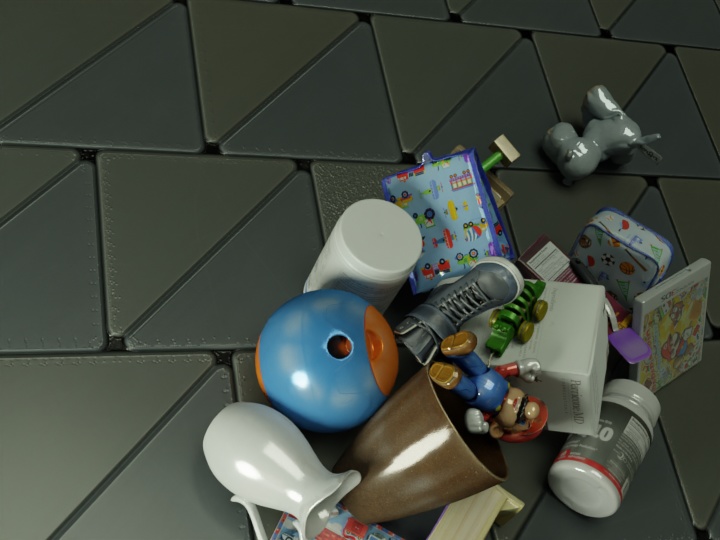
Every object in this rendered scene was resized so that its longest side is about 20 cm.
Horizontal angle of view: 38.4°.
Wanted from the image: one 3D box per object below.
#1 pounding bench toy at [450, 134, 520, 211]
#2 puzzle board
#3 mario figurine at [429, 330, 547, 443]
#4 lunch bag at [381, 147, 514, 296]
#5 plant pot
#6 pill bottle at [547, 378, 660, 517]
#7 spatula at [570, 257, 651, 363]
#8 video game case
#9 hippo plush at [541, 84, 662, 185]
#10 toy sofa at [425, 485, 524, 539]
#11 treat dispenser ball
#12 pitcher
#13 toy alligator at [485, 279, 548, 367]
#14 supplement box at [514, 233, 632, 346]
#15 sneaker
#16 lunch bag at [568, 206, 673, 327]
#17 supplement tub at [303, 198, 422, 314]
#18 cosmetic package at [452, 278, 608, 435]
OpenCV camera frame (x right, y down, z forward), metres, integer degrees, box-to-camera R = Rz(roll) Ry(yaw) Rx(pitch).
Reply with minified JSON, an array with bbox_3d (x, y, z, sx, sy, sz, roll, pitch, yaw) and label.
[{"bbox_3d":[0.157,-0.122,1.663,0.124,0.200,0.156,44,41,8],"label":"pounding bench toy"},{"bbox_3d":[-0.027,0.397,1.400,0.200,0.017,0.151,29,54,-2],"label":"puzzle board"},{"bbox_3d":[0.189,0.162,1.373,0.200,0.123,0.106,40,9,-33],"label":"mario figurine"},{"bbox_3d":[0.126,-0.083,1.560,0.094,0.150,0.200,-39,111,-69],"label":"lunch bag"},{"bbox_3d":[0.066,0.255,1.406,0.187,0.200,0.187,51,13,-17],"label":"plant pot"},{"bbox_3d":[0.377,0.266,1.579,0.114,0.114,0.200,37,53,4],"label":"pill bottle"},{"bbox_3d":[0.389,0.060,1.632,0.056,0.021,0.200,-17,66,-28],"label":"spatula"},{"bbox_3d":[0.508,0.100,1.698,0.182,0.200,0.023,-25,35,-32],"label":"video game case"},{"bbox_3d":[0.430,-0.221,1.912,0.161,0.159,0.200,-34,57,-3],"label":"hippo plush"},{"bbox_3d":[0.135,0.381,1.433,0.098,0.083,0.200,33,53,7],"label":"toy sofa"},{"bbox_3d":[-0.047,0.126,1.447,0.201,0.201,0.201,10,57,-15],"label":"treat dispenser ball"},{"bbox_3d":[-0.122,0.283,1.371,0.200,0.121,0.172,32,95,24],"label":"pitcher"},{"bbox_3d":[0.207,0.076,1.455,0.059,0.054,0.200,22,60,31],"label":"toy alligator"},{"bbox_3d":[0.328,0.055,1.693,0.200,0.110,0.086,44,54,9],"label":"supplement box"},{"bbox_3d":[0.131,0.060,1.428,0.077,0.202,0.146,50,59,-5],"label":"sneaker"},{"bbox_3d":[0.422,0.004,1.711,0.160,0.200,0.076,32,51,16],"label":"lunch bag"},{"bbox_3d":[0.000,0.000,1.544,0.132,0.200,0.132,10,57,-16],"label":"supplement tub"},{"bbox_3d":[0.260,0.125,1.545,0.200,0.165,0.165,5,52,20],"label":"cosmetic package"}]
